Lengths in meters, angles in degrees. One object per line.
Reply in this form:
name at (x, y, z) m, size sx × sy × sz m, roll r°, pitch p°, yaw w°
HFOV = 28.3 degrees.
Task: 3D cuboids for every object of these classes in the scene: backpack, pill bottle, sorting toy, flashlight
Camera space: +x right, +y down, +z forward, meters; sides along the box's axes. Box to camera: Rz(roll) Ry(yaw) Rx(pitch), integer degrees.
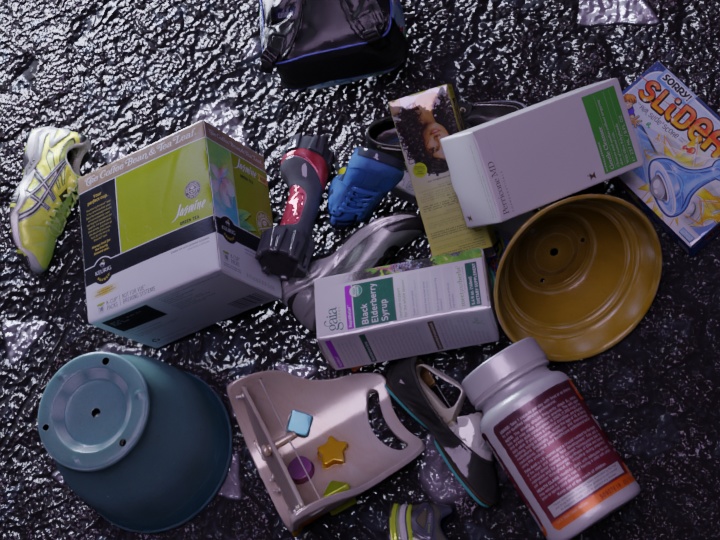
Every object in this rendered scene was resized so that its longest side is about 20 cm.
backpack at (-0.037, -0.335, 1.785) m, size 0.181 × 0.147 × 0.202 m, roll -12°, pitch 70°, yaw 12°
pill bottle at (0.199, 0.181, 1.522) m, size 0.114 × 0.114 × 0.201 m, roll -32°, pitch 76°, yaw 1°
sorting toy at (-0.029, 0.194, 1.613) m, size 0.179 × 0.107 × 0.201 m, roll -23°, pitch 50°, yaw -11°
flashlight at (-0.081, -0.078, 1.702) m, size 0.067 × 0.068 × 0.201 m, roll -14°, pitch 38°, yaw 28°

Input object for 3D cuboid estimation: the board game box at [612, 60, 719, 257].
board game box at (0.365, -0.131, 1.656) m, size 0.135 × 0.034 × 0.200 m, roll -41°, pitch 65°, yaw -2°

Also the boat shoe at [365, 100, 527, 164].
boat shoe at (0.102, -0.163, 1.668) m, size 0.198 × 0.057 × 0.069 m, roll -12°, pitch 66°, yaw 12°

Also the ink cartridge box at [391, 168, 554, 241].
ink cartridge box at (0.142, -0.102, 1.685) m, size 0.199 × 0.039 × 0.100 m, roll 23°, pitch 76°, yaw 24°

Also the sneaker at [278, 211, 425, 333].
sneaker at (0.000, 0.000, 1.695) m, size 0.199 × 0.074 × 0.080 m, roll -35°, pitch 74°, yaw 7°

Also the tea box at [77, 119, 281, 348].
tea box at (-0.217, -0.040, 1.704) m, size 0.199 × 0.133 × 0.199 m, roll -20°, pitch 65°, yaw 26°

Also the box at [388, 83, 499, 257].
box at (0.095, -0.106, 1.623) m, size 0.075 × 0.050 × 0.202 m, roll -17°, pitch 95°, yaw 13°

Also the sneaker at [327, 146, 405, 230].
sneaker at (0.002, -0.089, 1.664) m, size 0.065 × 0.200 × 0.079 m, roll 22°, pitch 78°, yaw -9°

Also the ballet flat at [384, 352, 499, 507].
ballet flat at (0.102, 0.169, 1.591) m, size 0.069 × 0.068 × 0.200 m, roll -48°, pitch 64°, yaw 16°

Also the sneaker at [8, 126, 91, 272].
sneaker at (-0.398, -0.095, 1.835) m, size 0.076 × 0.075 × 0.202 m, roll -2°, pitch 71°, yaw 15°

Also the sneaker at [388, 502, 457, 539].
sneaker at (0.082, 0.341, 1.536) m, size 0.080 × 0.074 × 0.202 m, roll -14°, pitch 68°, yaw 7°

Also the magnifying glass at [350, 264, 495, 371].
magnifying glass at (0.069, 0.054, 1.653) m, size 0.199 × 0.022 × 0.080 m, roll -33°, pitch 64°, yaw 1°

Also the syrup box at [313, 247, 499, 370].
syrup box at (0.051, 0.045, 1.603) m, size 0.198 × 0.082 × 0.079 m, roll -10°, pitch 58°, yaw 9°

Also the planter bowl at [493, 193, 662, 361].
planter bowl at (0.229, -0.006, 1.595) m, size 0.199 × 0.201 × 0.084 m, roll -34°, pitch 30°, yaw 1°

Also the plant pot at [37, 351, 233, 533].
plant pot at (-0.270, 0.182, 1.630) m, size 0.198 × 0.188 × 0.202 m, roll -6°, pitch 68°, yaw 14°

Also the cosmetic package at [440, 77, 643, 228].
cosmetic package at (0.201, -0.130, 1.582) m, size 0.199 × 0.085 × 0.109 m, roll -23°, pitch 97°, yaw -23°

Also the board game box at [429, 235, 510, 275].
board game box at (0.133, -0.043, 1.696) m, size 0.102 × 0.019 × 0.202 m, roll -7°, pitch 68°, yaw 14°
